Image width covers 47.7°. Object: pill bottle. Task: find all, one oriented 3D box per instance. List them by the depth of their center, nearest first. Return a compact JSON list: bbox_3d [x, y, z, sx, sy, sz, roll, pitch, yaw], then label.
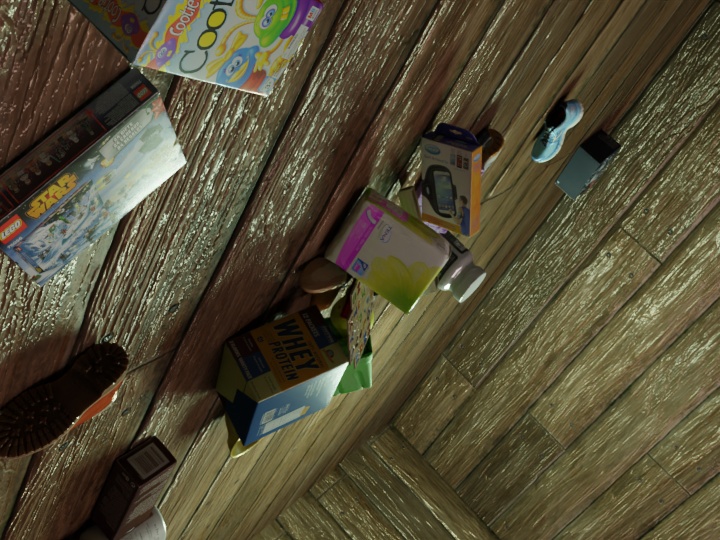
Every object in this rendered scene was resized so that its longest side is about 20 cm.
[{"bbox_3d":[-0.493,0.547,1.616,0.199,0.114,0.115,-28,157,-51],"label":"pill bottle"},{"bbox_3d":[0.197,-0.027,1.945,0.116,0.200,0.116,-41,165,-14],"label":"pill bottle"}]

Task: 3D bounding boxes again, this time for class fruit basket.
[{"bbox_3d":[-0.035,0.133,1.754,0.151,0.221,0.216,-13,165,3],"label":"fruit basket"}]

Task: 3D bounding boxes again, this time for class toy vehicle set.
[{"bbox_3d":[0.115,-0.063,1.607,0.026,0.205,0.124,-14,-174,9],"label":"toy vehicle set"}]

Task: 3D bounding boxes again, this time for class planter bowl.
[{"bbox_3d":[-0.239,0.311,1.798,0.200,0.083,0.201,-44,166,-14],"label":"planter bowl"}]

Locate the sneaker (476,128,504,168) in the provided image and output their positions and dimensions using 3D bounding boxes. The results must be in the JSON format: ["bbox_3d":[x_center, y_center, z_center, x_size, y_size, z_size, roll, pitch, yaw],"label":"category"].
[{"bbox_3d":[0.246,-0.226,1.824,0.199,0.075,0.088,-40,168,-18],"label":"sneaker"}]

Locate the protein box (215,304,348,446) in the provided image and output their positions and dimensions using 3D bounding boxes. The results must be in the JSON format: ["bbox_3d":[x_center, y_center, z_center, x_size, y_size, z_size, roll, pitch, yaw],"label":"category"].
[{"bbox_3d":[-0.155,0.203,1.572,0.197,0.136,0.200,-21,154,-29],"label":"protein box"}]

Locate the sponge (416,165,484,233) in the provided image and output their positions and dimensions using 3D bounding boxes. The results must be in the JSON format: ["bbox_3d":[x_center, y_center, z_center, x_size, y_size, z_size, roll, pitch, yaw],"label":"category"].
[{"bbox_3d":[0.174,-0.162,1.745,0.109,0.030,0.202,8,137,-20],"label":"sponge"}]

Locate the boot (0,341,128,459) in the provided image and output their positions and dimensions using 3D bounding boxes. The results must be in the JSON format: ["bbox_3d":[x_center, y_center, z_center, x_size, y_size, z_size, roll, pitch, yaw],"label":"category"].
[{"bbox_3d":[-0.392,0.188,1.073,0.199,0.075,0.108,-38,168,-37],"label":"boot"}]

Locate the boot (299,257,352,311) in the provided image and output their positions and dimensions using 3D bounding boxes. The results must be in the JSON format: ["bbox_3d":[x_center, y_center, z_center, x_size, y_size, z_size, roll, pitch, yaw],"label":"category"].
[{"bbox_3d":[-0.073,0.036,1.592,0.200,0.070,0.145,-36,162,-50],"label":"boot"}]

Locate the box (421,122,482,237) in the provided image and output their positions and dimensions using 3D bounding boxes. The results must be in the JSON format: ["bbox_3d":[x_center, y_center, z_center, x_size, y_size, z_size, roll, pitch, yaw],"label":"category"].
[{"bbox_3d":[0.171,-0.173,1.546,0.041,0.117,0.204,-35,134,-38],"label":"box"}]

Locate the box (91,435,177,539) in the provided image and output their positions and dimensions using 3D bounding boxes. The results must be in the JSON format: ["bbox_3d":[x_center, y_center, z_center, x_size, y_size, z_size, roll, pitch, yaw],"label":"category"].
[{"bbox_3d":[-0.430,0.415,1.545,0.100,0.075,0.202,-28,154,-52],"label":"box"}]

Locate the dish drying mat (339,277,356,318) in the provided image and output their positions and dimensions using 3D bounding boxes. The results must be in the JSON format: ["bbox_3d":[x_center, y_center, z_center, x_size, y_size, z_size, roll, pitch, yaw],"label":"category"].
[{"bbox_3d":[0.000,0.000,1.656,0.077,0.018,0.205,116,-6,-85],"label":"dish drying mat"}]

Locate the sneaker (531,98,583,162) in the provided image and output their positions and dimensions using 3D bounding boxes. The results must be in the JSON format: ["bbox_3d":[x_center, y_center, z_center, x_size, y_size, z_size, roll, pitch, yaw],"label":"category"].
[{"bbox_3d":[0.525,-0.390,2.250,0.089,0.079,0.202,-3,134,-42],"label":"sneaker"}]

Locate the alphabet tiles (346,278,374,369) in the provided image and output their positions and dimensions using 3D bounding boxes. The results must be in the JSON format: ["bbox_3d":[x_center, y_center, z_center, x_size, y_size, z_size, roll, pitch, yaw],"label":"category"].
[{"bbox_3d":[0.002,0.084,1.585,0.201,0.006,0.170,-65,156,-57],"label":"alphabet tiles"}]

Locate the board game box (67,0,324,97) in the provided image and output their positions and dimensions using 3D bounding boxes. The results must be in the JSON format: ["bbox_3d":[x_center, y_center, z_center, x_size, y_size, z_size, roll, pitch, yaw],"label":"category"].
[{"bbox_3d":[-0.132,-0.228,0.671,0.104,0.105,0.199,-52,166,18],"label":"board game box"}]

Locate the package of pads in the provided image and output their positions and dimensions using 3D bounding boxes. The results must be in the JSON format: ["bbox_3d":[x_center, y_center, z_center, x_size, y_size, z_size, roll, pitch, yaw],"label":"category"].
[{"bbox_3d":[0.054,-0.039,1.508,0.156,0.198,0.069,-54,-175,28],"label":"package of pads"}]

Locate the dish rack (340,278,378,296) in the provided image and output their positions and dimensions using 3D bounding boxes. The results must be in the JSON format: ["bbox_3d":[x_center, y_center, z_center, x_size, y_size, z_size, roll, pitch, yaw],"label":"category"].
[{"bbox_3d":[0.029,-0.006,1.809,0.155,0.054,0.199,-54,164,19],"label":"dish rack"}]

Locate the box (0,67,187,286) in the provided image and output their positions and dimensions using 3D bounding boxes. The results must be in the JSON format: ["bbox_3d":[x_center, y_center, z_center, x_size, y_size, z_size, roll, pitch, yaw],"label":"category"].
[{"bbox_3d":[-0.265,-0.086,0.786,0.200,0.040,0.137,-44,166,-15],"label":"box"}]

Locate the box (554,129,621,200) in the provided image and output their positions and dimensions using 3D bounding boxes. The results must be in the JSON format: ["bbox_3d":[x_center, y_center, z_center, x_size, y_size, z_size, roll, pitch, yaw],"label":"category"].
[{"bbox_3d":[0.856,-0.398,3.073,0.181,0.104,0.202,-34,160,-37],"label":"box"}]
